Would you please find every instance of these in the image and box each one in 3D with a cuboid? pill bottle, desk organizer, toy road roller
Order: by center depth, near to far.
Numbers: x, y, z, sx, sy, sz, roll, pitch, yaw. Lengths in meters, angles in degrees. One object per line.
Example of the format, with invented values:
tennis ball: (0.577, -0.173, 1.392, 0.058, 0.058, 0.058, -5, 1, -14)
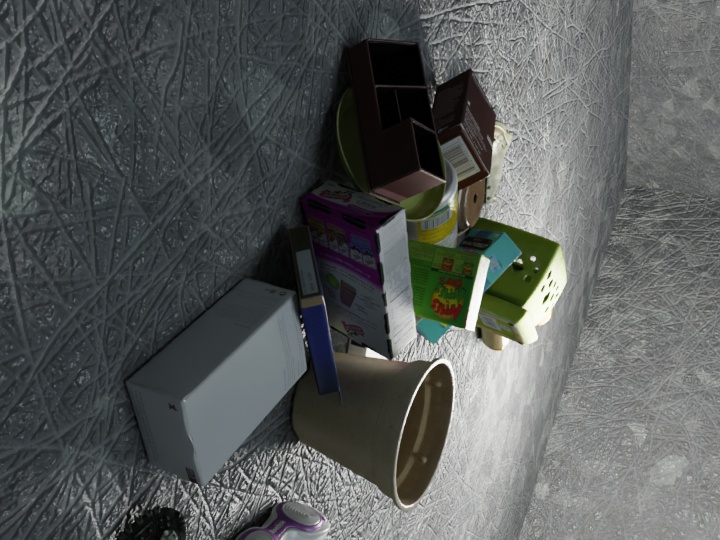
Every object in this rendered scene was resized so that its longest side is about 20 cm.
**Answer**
desk organizer: (0.043, -0.197, 0.904, 0.071, 0.076, 0.206, 13, 64, -53)
pill bottle: (0.096, -0.076, 1.110, 0.114, 0.110, 0.202, -61, 157, -30)
toy road roller: (0.381, 0.097, 1.728, 0.202, 0.143, 0.125, -57, 147, -35)

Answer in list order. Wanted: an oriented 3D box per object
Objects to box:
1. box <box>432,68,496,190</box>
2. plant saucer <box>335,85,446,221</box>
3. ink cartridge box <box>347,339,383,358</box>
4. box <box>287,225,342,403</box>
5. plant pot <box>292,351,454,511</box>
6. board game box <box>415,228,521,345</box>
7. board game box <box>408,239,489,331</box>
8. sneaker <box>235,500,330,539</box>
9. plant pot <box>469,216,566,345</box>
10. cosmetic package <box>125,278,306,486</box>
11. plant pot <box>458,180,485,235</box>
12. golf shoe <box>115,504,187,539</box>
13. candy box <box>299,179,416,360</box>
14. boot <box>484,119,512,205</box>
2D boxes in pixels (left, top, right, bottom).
box: (0.163, -0.227, 1.147, 0.101, 0.074, 0.202, 52, 31, -27)
plant saucer: (0.037, -0.158, 0.967, 0.196, 0.031, 0.206, 18, 61, -35)
ink cartridge box: (0.018, 0.112, 1.127, 0.099, 0.038, 0.206, 6, 94, -64)
box: (-0.055, 0.063, 0.883, 0.123, 0.031, 0.203, -106, -175, -47)
plant pot: (0.011, 0.199, 0.988, 0.200, 0.179, 0.206, -36, 131, -54)
board game box: (0.154, 0.020, 1.172, 0.200, 0.047, 0.151, -46, -169, -4)
board game box: (0.076, 0.011, 1.019, 0.047, 0.195, 0.105, 16, 87, -63)
sneaker: (-0.115, 0.376, 0.956, 0.198, 0.074, 0.102, -5, 119, -59)
plant pot: (0.309, 0.032, 1.515, 0.185, 0.195, 0.200, -63, 151, -12)
cosmetic package: (-0.143, 0.111, 0.759, 0.200, 0.079, 0.116, -43, 137, -48)
plant pot: (0.160, -0.133, 1.249, 0.200, 0.091, 0.206, -39, 135, -53)
golf shoe: (-0.228, 0.335, 0.712, 0.088, 0.075, 0.204, 83, 28, -73)
candy box: (0.000, 0.000, 0.927, 0.061, 0.135, 0.204, -35, 133, -34)
boot: (0.238, -0.210, 1.400, 0.199, 0.070, 0.159, 7, 97, -64)
